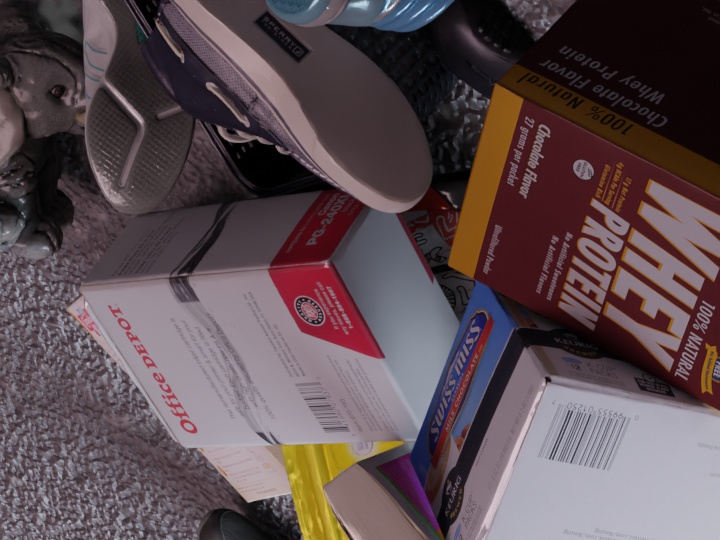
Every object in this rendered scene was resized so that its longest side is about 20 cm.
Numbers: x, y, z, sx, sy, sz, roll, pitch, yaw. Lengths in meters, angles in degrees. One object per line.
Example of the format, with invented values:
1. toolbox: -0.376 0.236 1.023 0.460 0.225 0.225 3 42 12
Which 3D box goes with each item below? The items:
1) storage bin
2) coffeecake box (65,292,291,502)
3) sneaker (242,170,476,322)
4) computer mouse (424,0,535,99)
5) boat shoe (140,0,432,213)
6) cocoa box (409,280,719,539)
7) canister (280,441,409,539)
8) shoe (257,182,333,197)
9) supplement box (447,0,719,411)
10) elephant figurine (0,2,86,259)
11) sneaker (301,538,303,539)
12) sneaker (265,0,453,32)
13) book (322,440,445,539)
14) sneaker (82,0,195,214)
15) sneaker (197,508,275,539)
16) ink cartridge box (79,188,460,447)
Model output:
1. storage bin: -0.050 -0.160 1.397 0.135 0.094 0.200 -14 113 44
2. coffeecake box: -0.105 0.066 1.600 0.200 0.073 0.154 47 162 -6
3. sneaker: 0.000 0.000 1.444 0.201 0.067 0.108 -6 99 10
4. computer mouse: 0.110 -0.094 1.371 0.200 0.034 0.059 45 138 -3
5. boat shoe: -0.046 -0.099 1.329 0.200 0.075 0.093 49 145 5
6. cocoa box: 0.150 0.101 1.257 0.200 0.131 0.133 12 113 -19
7. canister: 0.061 0.126 1.454 0.200 0.087 0.149 -14 89 30
8. shoe: 0.024 -0.010 1.501 0.200 0.053 0.070 36 107 2
9. supplement box: 0.188 -0.057 1.214 0.197 0.200 0.133 29 136 16
10. elephant figurine: -0.237 -0.118 1.569 0.142 0.155 0.200 59 139 38
11. sneaker: 0.027 0.150 1.582 0.070 0.080 0.200 35 141 -14
12. sneaker: 0.021 -0.231 1.303 0.080 0.131 0.200 25 102 45
13. book: 0.047 0.162 1.306 0.048 0.200 0.134 -37 82 9
14. sneaker: -0.146 -0.132 1.461 0.080 0.070 0.200 129 138 -78
15. sneaker: -0.037 0.246 1.749 0.200 0.075 0.079 41 125 -7
16. ink cartridge box: -0.052 0.032 1.403 0.200 0.083 0.145 -5 128 36
